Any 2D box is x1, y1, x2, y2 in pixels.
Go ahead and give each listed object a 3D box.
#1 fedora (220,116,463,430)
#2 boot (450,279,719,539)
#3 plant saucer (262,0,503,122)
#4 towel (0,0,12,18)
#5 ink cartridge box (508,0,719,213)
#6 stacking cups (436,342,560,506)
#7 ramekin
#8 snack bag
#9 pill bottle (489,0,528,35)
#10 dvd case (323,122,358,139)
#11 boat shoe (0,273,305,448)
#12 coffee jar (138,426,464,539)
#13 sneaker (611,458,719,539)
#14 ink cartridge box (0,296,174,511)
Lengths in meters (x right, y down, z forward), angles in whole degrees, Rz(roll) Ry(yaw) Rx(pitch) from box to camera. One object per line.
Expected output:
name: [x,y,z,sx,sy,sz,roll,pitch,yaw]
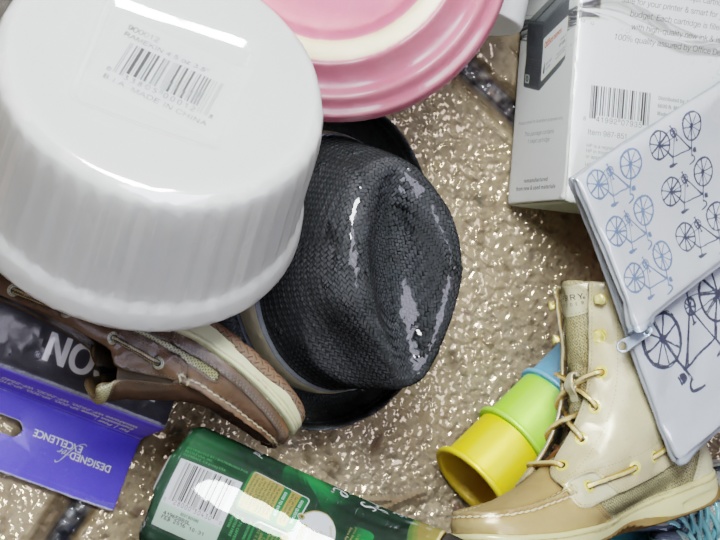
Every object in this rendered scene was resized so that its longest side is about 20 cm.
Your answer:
fedora: [0.000,0.000,1.214,0.199,0.091,0.202,-5,98,-37]
boot: [0.128,0.085,1.239,0.199,0.073,0.157,-11,95,-31]
plant saucer: [-0.013,-0.189,1.183,0.199,0.051,0.202,-1,82,6]
towel: [-0.179,-0.180,1.089,0.132,0.200,0.035,-14,64,-23]
ink cartridge box: [0.181,-0.135,1.321,0.144,0.084,0.202,5,88,-23]
stacking cups: [0.135,0.073,1.321,0.200,0.060,0.061,-43,106,-23]
ramekin: [-0.115,-0.075,1.096,0.199,0.098,0.202,10,50,-13]
snack bag: [0.217,-0.003,1.259,0.188,0.021,0.201,-31,107,-38]
pill bottle: [0.080,-0.252,1.262,0.111,0.111,0.202,13,84,-23]
dvd case: [-0.091,-0.156,1.235,0.199,0.022,0.147,5,88,-25]
boat shoe: [-0.126,0.046,1.150,0.202,0.075,0.075,38,75,-9]
coffee jar: [-0.022,0.168,1.174,0.199,0.104,0.086,23,68,10]
sneaker: [0.198,0.180,1.326,0.199,0.086,0.078,-18,98,-23]
ink cartridge box: [-0.189,0.016,1.180,0.197,0.043,0.201,22,82,-24]
